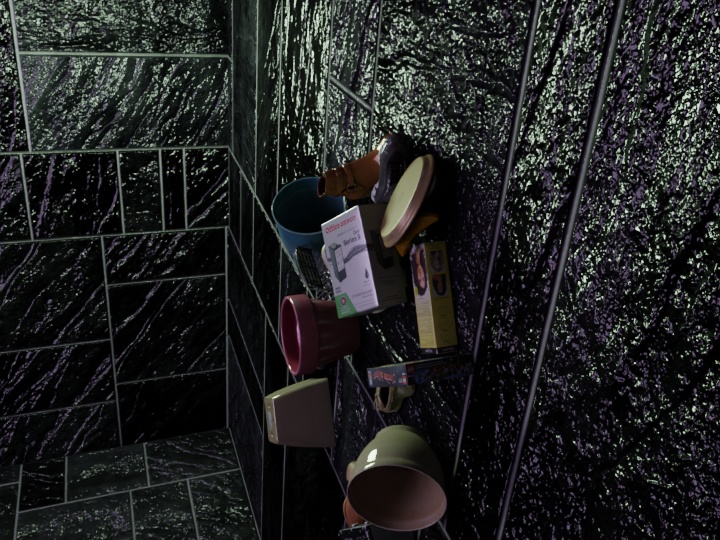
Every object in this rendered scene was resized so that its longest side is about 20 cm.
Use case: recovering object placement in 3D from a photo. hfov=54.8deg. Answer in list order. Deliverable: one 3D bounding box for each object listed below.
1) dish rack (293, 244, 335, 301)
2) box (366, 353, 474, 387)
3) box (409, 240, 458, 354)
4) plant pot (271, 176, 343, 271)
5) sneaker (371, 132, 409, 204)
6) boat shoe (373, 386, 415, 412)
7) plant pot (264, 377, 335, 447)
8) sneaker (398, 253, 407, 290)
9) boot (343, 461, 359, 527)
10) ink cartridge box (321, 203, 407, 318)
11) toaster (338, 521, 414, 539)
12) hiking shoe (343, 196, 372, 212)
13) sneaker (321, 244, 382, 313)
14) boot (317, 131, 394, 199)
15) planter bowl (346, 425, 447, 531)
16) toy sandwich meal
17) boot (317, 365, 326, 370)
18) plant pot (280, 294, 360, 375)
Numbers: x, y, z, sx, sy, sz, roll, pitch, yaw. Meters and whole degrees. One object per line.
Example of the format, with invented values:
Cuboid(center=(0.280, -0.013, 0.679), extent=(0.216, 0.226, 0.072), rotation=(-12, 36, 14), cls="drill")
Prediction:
Cuboid(center=(-0.078, 0.017, 1.698), extent=(0.055, 0.196, 0.155), rotation=(-51, 42, 29), cls="dish rack")
Cuboid(center=(0.107, 0.188, 1.292), extent=(0.199, 0.133, 0.039), rotation=(153, 110, -68), cls="box")
Cuboid(center=(0.136, 0.052, 1.302), extent=(0.075, 0.049, 0.206), rotation=(160, 104, -70), cls="box")
Cuboid(center=(-0.120, -0.101, 1.803), extent=(0.191, 0.195, 0.203), rotation=(85, 166, -49), cls="plant pot")
Cuboid(center=(0.068, -0.182, 1.408), extent=(0.202, 0.064, 0.092), rotation=(103, 157, -50), cls="sneaker")
Cuboid(center=(0.062, 0.267, 1.542), extent=(0.201, 0.061, 0.075), rotation=(118, 141, -58), cls="boat shoe")
Cuboid(center=(-0.196, 0.448, 2.145), extent=(0.199, 0.172, 0.206), rotation=(156, 108, -68), cls="plant pot")
Cuboid(center=(0.044, -0.039, 1.496), extent=(0.076, 0.074, 0.205), rotation=(124, 137, -60), cls="sneaker")
Cuboid(center=(0.017, 0.598, 1.748), extent=(0.154, 0.072, 0.206), rotation=(15, 115, 62), cls="boot")
Cuboid(center=(0.004, -0.018, 1.414), extent=(0.145, 0.082, 0.206), rotation=(-21, 78, 51), cls="ink cartridge box")
Cuboid(center=(0.048, 0.662, 1.568), extent=(0.181, 0.116, 0.205), rotation=(-46, 57, 59), cls="toaster")
Cuboid(center=(-0.007, -0.104, 1.627), extent=(0.087, 0.072, 0.206), rotation=(131, 131, -62), cls="hiking shoe")
Cuboid(center=(0.000, 0.000, 1.559), extent=(0.200, 0.076, 0.088), rotation=(44, 145, -1), cls="sneaker")
Cuboid(center=(-0.007, -0.219, 1.481), extent=(0.200, 0.151, 0.079), rotation=(128, 133, -62), cls="boot")
Cuboid(center=(0.078, 0.400, 1.389), extent=(0.136, 0.194, 0.204), rotation=(-76, -2, -52), cls="planter bowl")
Cuboid(center=(0.101, -0.116, 1.293), extent=(0.208, 0.069, 0.207), rotation=(-60, 14, 24), cls="toy sandwich meal")
Cuboid(center=(-0.114, 0.177, 2.019), extent=(0.138, 0.076, 0.205), rotation=(-33, 74, 61), cls="boot")
Cuboid(center=(-0.101, 0.160, 1.805), extent=(0.199, 0.174, 0.207), rotation=(175, 90, -70), cls="plant pot")
